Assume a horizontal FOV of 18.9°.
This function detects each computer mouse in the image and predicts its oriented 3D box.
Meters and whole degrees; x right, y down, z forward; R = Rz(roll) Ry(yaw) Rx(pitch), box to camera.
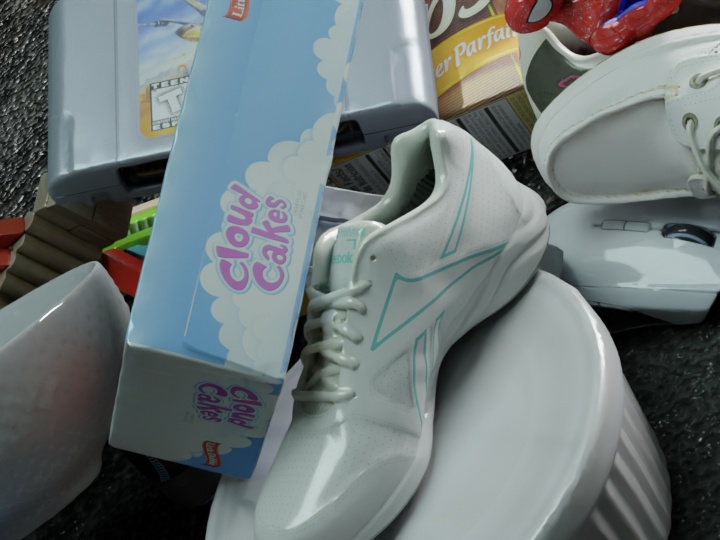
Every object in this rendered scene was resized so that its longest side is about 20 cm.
[{"bbox_3d":[0.138,-0.009,0.974,0.199,0.044,0.110,-9,47,39],"label":"computer mouse"}]

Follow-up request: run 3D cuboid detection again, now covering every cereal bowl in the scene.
[{"bbox_3d":[-0.182,0.083,1.003,0.199,0.084,0.200,-31,9,5],"label":"cereal bowl"}]

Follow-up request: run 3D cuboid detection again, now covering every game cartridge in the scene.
[{"bbox_3d":[-0.064,-0.109,1.094,0.199,0.042,0.134,-11,60,8],"label":"game cartridge"}]

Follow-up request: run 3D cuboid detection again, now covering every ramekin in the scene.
[{"bbox_3d":[0.039,0.104,0.909,0.202,0.094,0.203,-26,37,22],"label":"ramekin"}]

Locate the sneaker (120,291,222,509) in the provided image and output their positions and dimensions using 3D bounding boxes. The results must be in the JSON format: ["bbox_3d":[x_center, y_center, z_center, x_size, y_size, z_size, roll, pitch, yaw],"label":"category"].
[{"bbox_3d":[-0.113,0.038,1.143,0.073,0.082,0.200,-42,33,6],"label":"sneaker"}]

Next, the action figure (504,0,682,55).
[{"bbox_3d":[0.154,-0.154,0.934,0.199,0.099,0.066,-20,60,-4],"label":"action figure"}]

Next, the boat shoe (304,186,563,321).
[{"bbox_3d":[0.000,0.000,1.007,0.199,0.071,0.070,11,87,28],"label":"boat shoe"}]

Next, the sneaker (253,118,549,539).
[{"bbox_3d":[0.002,0.027,0.877,0.070,0.080,0.201,4,57,45],"label":"sneaker"}]

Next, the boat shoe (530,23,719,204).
[{"bbox_3d":[0.165,-0.063,0.919,0.199,0.071,0.070,-17,37,21],"label":"boat shoe"}]

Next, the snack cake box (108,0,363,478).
[{"bbox_3d":[-0.052,-0.028,0.918,0.115,0.067,0.201,115,167,-63],"label":"snack cake box"}]

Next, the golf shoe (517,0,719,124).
[{"bbox_3d":[0.169,-0.105,0.992,0.199,0.088,0.077,-20,27,16],"label":"golf shoe"}]

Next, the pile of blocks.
[{"bbox_3d":[-0.193,0.013,1.139,0.201,0.062,0.082,-59,35,3],"label":"pile of blocks"}]

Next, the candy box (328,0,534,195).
[{"bbox_3d":[0.070,-0.120,1.110,0.199,0.055,0.116,-21,54,19],"label":"candy box"}]

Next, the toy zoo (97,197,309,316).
[{"bbox_3d":[-0.056,-0.011,1.134,0.131,0.021,0.200,-22,24,-28],"label":"toy zoo"}]
